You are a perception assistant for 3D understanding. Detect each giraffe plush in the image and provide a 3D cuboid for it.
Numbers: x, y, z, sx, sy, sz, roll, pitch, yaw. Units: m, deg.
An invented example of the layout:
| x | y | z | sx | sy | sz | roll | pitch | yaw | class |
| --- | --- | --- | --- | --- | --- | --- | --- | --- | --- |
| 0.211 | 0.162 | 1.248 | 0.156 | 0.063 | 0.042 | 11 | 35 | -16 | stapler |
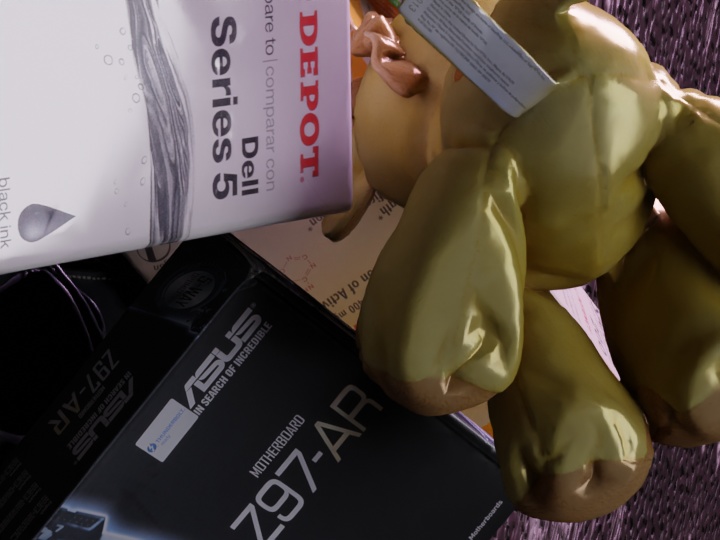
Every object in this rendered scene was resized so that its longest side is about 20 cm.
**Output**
| x | y | z | sx | sy | sz | roll | pitch | yaw | class |
| --- | --- | --- | --- | --- | --- | --- | --- | --- | --- |
| 0.052 | -0.036 | 0.944 | 0.200 | 0.172 | 0.162 | 59 | -7 | -22 | giraffe plush |

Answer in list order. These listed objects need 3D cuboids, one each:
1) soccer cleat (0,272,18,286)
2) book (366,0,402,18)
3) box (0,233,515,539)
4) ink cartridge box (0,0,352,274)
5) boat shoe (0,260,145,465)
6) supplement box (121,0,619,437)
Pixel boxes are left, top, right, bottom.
| x | y | z | sx | sy | sz | roll | pitch | yaw | class |
| --- | --- | --- | --- | --- | --- | --- | --- | --- | --- |
| -0.105 | -0.052 | 0.960 | 0.068 | 0.081 | 0.200 | 58 | 32 | -11 | soccer cleat |
| 0.036 | -0.079 | 1.122 | 0.048 | 0.134 | 0.200 | -40 | 167 | -14 | book |
| -0.056 | 0.104 | 0.957 | 0.200 | 0.044 | 0.160 | -50 | 128 | 1 | box |
| -0.099 | -0.081 | 0.855 | 0.200 | 0.084 | 0.146 | -12 | 106 | -43 | ink cartridge box |
| -0.116 | 0.033 | 0.986 | 0.200 | 0.062 | 0.075 | -18 | 87 | -65 | boat shoe |
| 0.000 | 0.000 | 1.081 | 0.200 | 0.126 | 0.074 | 51 | 11 | -25 | supplement box |
